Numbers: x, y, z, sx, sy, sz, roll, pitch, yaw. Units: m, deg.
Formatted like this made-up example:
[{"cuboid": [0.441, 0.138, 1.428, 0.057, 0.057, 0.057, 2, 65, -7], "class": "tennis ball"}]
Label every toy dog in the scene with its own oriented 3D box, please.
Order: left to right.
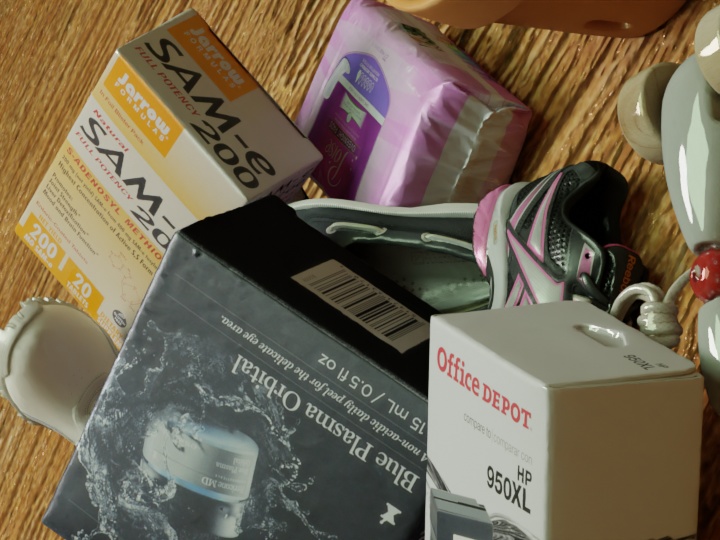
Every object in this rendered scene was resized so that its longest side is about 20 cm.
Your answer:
[{"cuboid": [0.191, -0.029, 1.295, 0.132, 0.096, 0.201, 5, 92, 62], "class": "toy dog"}]

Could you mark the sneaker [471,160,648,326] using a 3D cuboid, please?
[{"cuboid": [0.110, 0.023, 1.417, 0.086, 0.080, 0.201, -32, 51, 35], "class": "sneaker"}]

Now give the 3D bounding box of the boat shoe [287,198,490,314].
[{"cuboid": [0.000, 0.000, 1.547, 0.199, 0.076, 0.060, -9, 22, 25], "class": "boat shoe"}]

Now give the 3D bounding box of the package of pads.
[{"cuboid": [0.028, -0.082, 1.657, 0.121, 0.075, 0.200, -66, 25, 12], "class": "package of pads"}]

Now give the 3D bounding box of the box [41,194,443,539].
[{"cuboid": [-0.038, 0.100, 1.486, 0.117, 0.196, 0.200, -23, -37, -62], "class": "box"}]

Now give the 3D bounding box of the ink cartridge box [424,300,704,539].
[{"cuboid": [0.093, 0.128, 1.286, 0.145, 0.084, 0.201, -149, 58, -65], "class": "ink cartridge box"}]

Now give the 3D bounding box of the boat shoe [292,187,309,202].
[{"cuboid": [-0.076, -0.050, 1.739, 0.072, 0.072, 0.200, -31, 70, -2], "class": "boat shoe"}]

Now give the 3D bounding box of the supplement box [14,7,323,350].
[{"cuboid": [-0.122, -0.047, 1.670, 0.073, 0.126, 0.200, -33, -14, -40], "class": "supplement box"}]

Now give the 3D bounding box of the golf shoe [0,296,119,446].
[{"cuboid": [-0.147, 0.091, 1.674, 0.097, 0.200, 0.078, 21, 69, 43], "class": "golf shoe"}]

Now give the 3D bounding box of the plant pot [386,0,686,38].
[{"cuboid": [0.114, -0.216, 1.497, 0.200, 0.140, 0.201, -44, 37, 45], "class": "plant pot"}]
